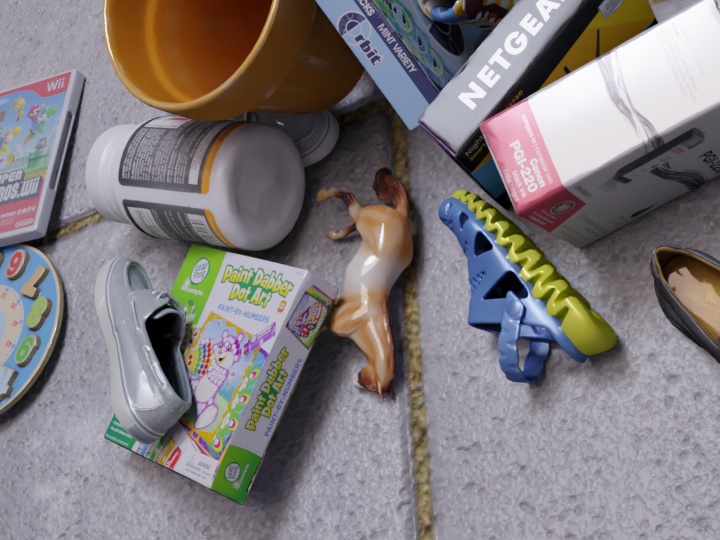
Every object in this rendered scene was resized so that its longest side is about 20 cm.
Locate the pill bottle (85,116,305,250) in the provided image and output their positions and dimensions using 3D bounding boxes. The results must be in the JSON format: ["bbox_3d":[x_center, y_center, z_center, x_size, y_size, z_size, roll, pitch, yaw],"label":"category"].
[{"bbox_3d":[-0.157,-0.084,1.440,0.198,0.116,0.118,8,73,41],"label":"pill bottle"}]

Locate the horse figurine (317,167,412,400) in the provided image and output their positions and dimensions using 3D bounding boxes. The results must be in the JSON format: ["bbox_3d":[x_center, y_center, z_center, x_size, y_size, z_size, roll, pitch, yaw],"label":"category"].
[{"bbox_3d":[0.000,0.000,1.341,0.132,0.050,0.202,11,78,45],"label":"horse figurine"}]

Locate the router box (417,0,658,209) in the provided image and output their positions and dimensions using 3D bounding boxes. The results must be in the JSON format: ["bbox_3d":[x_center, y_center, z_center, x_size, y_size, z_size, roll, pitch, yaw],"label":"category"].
[{"bbox_3d":[0.146,-0.157,1.244,0.051,0.149,0.200,42,94,26],"label":"router box"}]

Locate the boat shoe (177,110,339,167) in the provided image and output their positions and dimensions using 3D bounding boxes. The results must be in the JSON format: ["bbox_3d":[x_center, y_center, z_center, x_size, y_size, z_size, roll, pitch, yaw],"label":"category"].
[{"bbox_3d":[-0.109,-0.151,1.472,0.199,0.068,0.073,25,83,39],"label":"boat shoe"}]

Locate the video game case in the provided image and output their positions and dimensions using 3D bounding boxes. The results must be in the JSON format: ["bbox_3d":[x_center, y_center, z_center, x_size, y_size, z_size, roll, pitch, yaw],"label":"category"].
[{"bbox_3d":[-0.371,-0.114,1.655,0.142,0.017,0.202,-11,56,31],"label":"video game case"}]

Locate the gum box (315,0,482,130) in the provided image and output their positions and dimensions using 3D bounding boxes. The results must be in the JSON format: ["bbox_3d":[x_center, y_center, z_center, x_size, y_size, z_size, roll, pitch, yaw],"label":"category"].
[{"bbox_3d":[0.027,-0.231,1.296,0.044,0.171,0.201,-30,17,25],"label":"gum box"}]

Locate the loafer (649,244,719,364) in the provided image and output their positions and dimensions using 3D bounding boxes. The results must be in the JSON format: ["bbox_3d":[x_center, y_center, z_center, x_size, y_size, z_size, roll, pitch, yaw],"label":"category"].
[{"bbox_3d":[0.281,0.048,1.110,0.199,0.072,0.073,36,90,39],"label":"loafer"}]

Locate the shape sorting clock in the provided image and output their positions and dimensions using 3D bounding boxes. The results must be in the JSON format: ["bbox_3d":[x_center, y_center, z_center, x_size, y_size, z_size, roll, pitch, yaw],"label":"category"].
[{"bbox_3d":[-0.383,0.063,1.580,0.198,0.039,0.202,-15,61,28],"label":"shape sorting clock"}]

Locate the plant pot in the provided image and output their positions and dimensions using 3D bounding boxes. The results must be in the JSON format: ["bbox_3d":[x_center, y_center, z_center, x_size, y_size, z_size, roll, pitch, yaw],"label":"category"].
[{"bbox_3d":[-0.089,-0.218,1.342,0.198,0.182,0.203,-7,79,35],"label":"plant pot"}]

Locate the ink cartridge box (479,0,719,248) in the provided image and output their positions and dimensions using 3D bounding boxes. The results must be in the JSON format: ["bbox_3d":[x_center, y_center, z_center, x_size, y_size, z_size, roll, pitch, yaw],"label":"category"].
[{"bbox_3d":[0.213,-0.107,1.177,0.199,0.145,0.086,-30,68,20],"label":"ink cartridge box"}]

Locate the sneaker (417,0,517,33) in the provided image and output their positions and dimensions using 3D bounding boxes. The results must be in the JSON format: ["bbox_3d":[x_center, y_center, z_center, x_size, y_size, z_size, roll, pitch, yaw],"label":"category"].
[{"bbox_3d":[0.094,-0.224,1.283,0.074,0.200,0.091,-11,47,46],"label":"sneaker"}]

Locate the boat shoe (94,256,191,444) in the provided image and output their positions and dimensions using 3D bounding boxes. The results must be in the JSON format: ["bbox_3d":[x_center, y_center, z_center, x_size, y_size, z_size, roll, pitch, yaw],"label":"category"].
[{"bbox_3d":[-0.182,0.058,1.364,0.071,0.070,0.202,-32,46,17],"label":"boat shoe"}]

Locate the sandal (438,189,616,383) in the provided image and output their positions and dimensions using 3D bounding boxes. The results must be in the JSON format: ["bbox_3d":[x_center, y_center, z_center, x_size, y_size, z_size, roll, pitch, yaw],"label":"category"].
[{"bbox_3d":[0.114,0.014,1.240,0.087,0.079,0.201,-46,49,12],"label":"sandal"}]

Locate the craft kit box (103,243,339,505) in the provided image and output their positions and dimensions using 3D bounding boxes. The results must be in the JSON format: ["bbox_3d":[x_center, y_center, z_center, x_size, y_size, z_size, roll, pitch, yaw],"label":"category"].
[{"bbox_3d":[-0.126,0.084,1.360,0.199,0.048,0.199,11,72,53],"label":"craft kit box"}]
